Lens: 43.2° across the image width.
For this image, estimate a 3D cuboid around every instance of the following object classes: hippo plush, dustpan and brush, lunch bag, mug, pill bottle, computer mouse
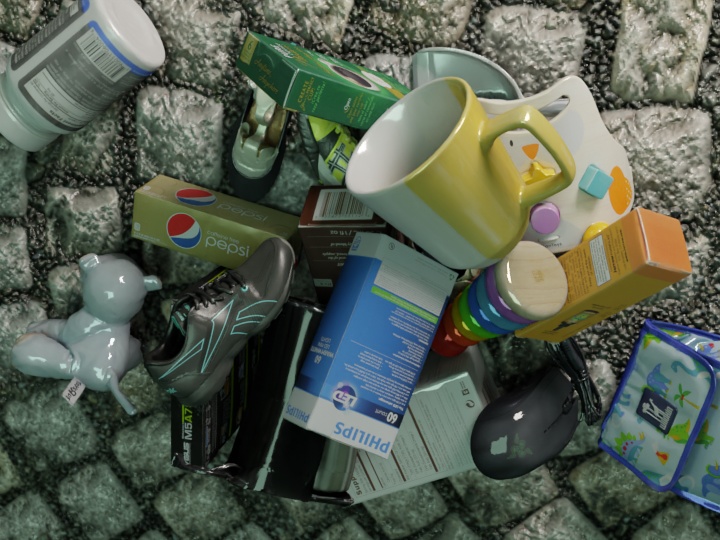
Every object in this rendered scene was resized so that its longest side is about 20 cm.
[{"bbox_3d":[-0.334,0.055,1.113,0.158,0.200,0.162,12,100,-14],"label":"hippo plush"},{"bbox_3d":[0.154,-0.178,1.002,0.199,0.057,0.140,0,105,12],"label":"dustpan and brush"},{"bbox_3d":[0.386,0.164,1.021,0.199,0.127,0.171,23,111,19],"label":"lunch bag"},{"bbox_3d":[0.097,-0.077,0.871,0.150,0.186,0.153,-50,119,-9],"label":"mug"},{"bbox_3d":[-0.338,-0.232,1.064,0.199,0.114,0.114,-31,97,18],"label":"pill bottle"},{"bbox_3d":[0.205,0.159,1.021,0.053,0.200,0.139,-4,115,57],"label":"computer mouse"}]

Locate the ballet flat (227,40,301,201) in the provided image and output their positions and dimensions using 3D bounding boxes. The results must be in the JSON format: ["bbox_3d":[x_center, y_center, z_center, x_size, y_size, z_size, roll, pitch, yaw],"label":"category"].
[{"bbox_3d":[-0.115,-0.170,1.058,0.073,0.073,0.201,23,109,5],"label":"ballet flat"}]

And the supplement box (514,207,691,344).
[{"bbox_3d":[0.243,0.012,0.951,0.066,0.069,0.200,12,148,-30],"label":"supplement box"}]

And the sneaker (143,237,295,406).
[{"bbox_3d":[-0.141,0.044,0.932,0.079,0.075,0.201,39,80,-35],"label":"sneaker"}]

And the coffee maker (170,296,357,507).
[{"bbox_3d":[-0.070,0.131,0.961,0.134,0.192,0.201,10,84,44],"label":"coffee maker"}]

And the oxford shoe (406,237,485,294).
[{"bbox_3d":[0.135,0.012,1.051,0.199,0.074,0.071,30,106,1],"label":"oxford shoe"}]

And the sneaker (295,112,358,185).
[{"bbox_3d":[-0.017,-0.128,1.051,0.076,0.075,0.201,-21,113,8],"label":"sneaker"}]

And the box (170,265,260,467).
[{"bbox_3d":[-0.168,0.103,1.079,0.047,0.193,0.201,6,107,9],"label":"box"}]

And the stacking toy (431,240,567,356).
[{"bbox_3d":[0.137,0.044,0.995,0.085,0.085,0.200,44,146,-2],"label":"stacking toy"}]

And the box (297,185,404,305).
[{"bbox_3d":[0.000,0.000,1.032,0.099,0.075,0.201,0,136,14],"label":"box"}]

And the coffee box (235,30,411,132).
[{"bbox_3d":[-0.019,-0.188,0.952,0.123,0.199,0.044,46,118,44],"label":"coffee box"}]

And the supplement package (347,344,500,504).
[{"bbox_3d":[0.062,0.180,1.090,0.199,0.117,0.118,-21,102,17],"label":"supplement package"}]

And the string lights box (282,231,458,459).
[{"bbox_3d":[0.011,0.074,0.906,0.102,0.059,0.201,27,81,-29],"label":"string lights box"}]

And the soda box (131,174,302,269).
[{"bbox_3d":[-0.170,-0.051,1.094,0.199,0.068,0.064,17,117,10],"label":"soda box"}]

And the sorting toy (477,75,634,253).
[{"bbox_3d":[0.185,-0.114,0.965,0.199,0.107,0.181,-11,123,14],"label":"sorting toy"}]
